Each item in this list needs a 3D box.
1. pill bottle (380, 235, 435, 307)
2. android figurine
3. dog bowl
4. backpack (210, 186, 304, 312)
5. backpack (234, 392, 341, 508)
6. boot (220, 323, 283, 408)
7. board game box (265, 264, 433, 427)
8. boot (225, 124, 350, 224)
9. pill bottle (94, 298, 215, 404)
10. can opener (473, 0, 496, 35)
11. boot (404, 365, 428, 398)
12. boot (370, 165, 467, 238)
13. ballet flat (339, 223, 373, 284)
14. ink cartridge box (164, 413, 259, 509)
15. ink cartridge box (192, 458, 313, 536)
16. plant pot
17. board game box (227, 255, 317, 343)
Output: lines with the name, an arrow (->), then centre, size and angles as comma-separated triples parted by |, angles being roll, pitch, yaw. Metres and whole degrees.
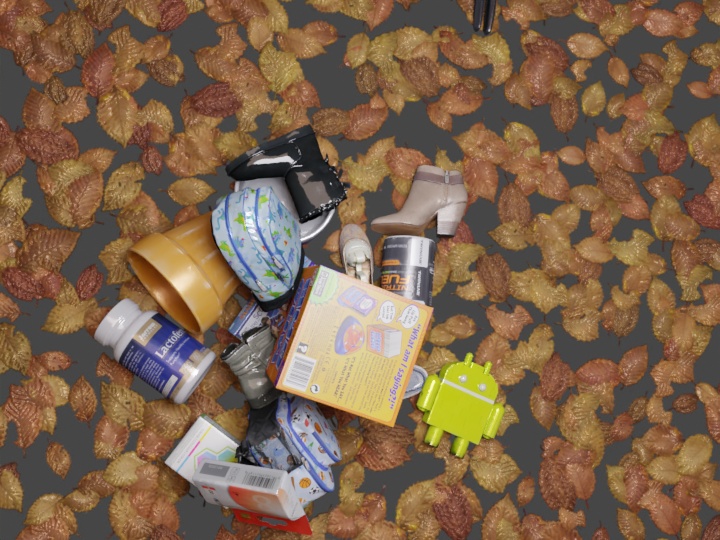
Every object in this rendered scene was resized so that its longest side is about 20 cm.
pill bottle -> 0.091, 0.038, 1.240 | 0.106, 0.106, 0.201 | 5, 82, -7
android figurine -> 0.203, 0.267, 1.256 | 0.181, 0.041, 0.201 | 27, 82, -11
dog bowl -> -0.148, -0.147, 1.242 | 0.199, 0.079, 0.201 | 1, 83, -8
backpack -> -0.171, -0.052, 1.067 | 0.200, 0.153, 0.164 | 44, 37, -37
backpack -> -0.119, 0.326, 1.142 | 0.153, 0.200, 0.191 | -24, 103, 4
boot -> -0.151, 0.153, 1.165 | 0.200, 0.068, 0.131 | -31, 107, -29
board game box -> -0.027, 0.120, 1.061 | 0.199, 0.200, 0.201 | 21, 84, -12
boot -> -0.132, -0.166, 1.174 | 0.198, 0.073, 0.163 | -27, 91, -11
pill bottle -> -0.379, 0.147, 1.157 | 0.200, 0.116, 0.116 | 36, 80, -3
can opener -> 0.279, -0.617, 1.367 | 0.063, 0.079, 0.201 | 15, 91, -14
boot -> 0.042, 0.221, 1.219 | 0.199, 0.090, 0.073 | -5, 84, -8
boot -> 0.123, -0.145, 1.292 | 0.199, 0.070, 0.147 | 5, 76, -8
ballet flat -> 0.000, 0.000, 1.251 | 0.068, 0.067, 0.201 | -9, 84, -9
ink cartridge box -> -0.253, 0.372, 1.176 | 0.200, 0.059, 0.104 | 38, 80, -2
ink cartridge box -> -0.181, 0.406, 1.070 | 0.161, 0.201, 0.050 | 2, 38, 19
plant pot -> -0.294, -0.015, 1.162 | 0.200, 0.200, 0.183 | 47, 64, 0
board game box -> -0.143, 0.071, 1.207 | 0.135, 0.034, 0.200 | 42, 77, -33
